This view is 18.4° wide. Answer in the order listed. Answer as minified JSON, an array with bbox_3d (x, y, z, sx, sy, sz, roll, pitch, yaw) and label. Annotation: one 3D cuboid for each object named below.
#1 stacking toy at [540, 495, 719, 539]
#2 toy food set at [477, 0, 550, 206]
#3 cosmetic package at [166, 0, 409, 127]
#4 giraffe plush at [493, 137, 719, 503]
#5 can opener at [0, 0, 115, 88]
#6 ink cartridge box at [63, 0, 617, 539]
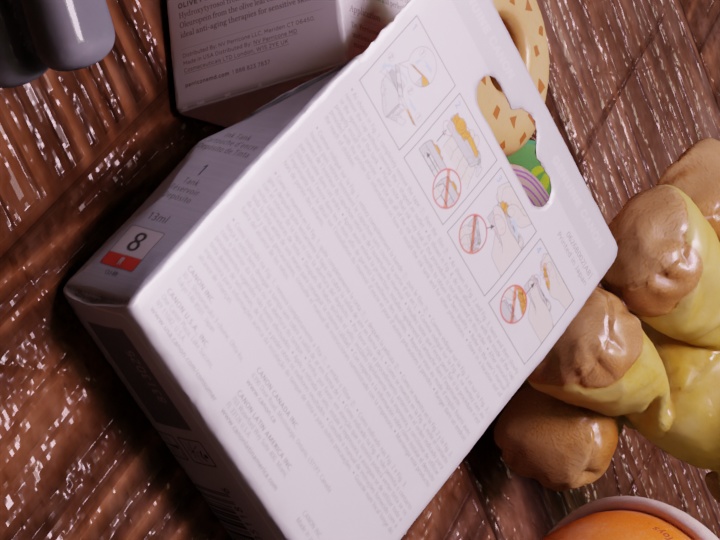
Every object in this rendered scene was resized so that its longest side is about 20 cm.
[{"bbox_3d":[0.060,0.172,0.913,0.199,0.146,0.148,0,78,-42],"label":"stacking toy"},{"bbox_3d":[0.048,-0.045,1.022,0.200,0.048,0.200,-26,102,-62],"label":"toy food set"},{"bbox_3d":[-0.023,-0.160,0.900,0.107,0.084,0.202,15,65,-59],"label":"cosmetic package"},{"bbox_3d":[0.172,0.065,1.022,0.173,0.162,0.200,-50,161,-15],"label":"giraffe plush"},{"bbox_3d":[-0.124,-0.166,0.749,0.067,0.053,0.202,-33,109,-60],"label":"can opener"},{"bbox_3d":[0.000,0.000,0.837,0.200,0.050,0.163,-51,126,-28],"label":"ink cartridge box"}]
